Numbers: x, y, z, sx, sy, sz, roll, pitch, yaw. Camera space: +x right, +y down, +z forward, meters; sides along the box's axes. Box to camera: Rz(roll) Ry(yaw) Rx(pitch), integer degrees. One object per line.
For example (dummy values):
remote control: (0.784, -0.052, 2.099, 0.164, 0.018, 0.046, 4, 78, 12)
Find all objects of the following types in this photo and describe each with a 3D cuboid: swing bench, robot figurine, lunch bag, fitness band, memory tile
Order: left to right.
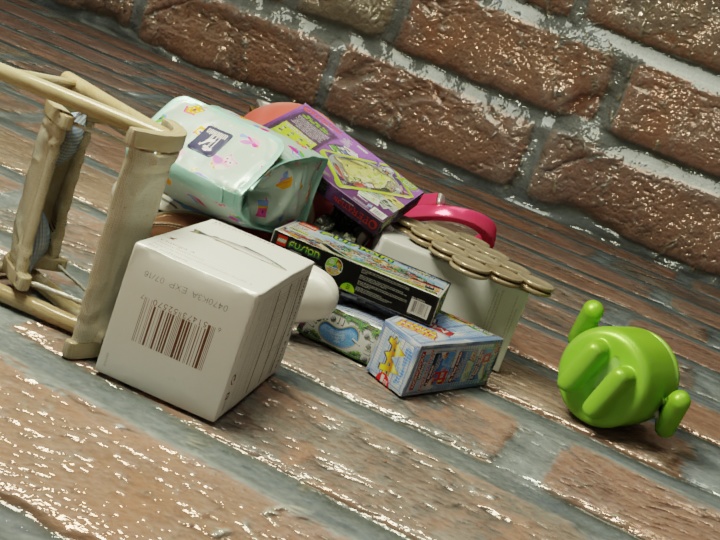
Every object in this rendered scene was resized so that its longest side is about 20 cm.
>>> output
swing bench: (-0.256, -0.057, 1.074, 0.198, 0.201, 0.129, 26, 13, 23)
lunch bag: (-0.155, -0.118, 1.398, 0.169, 0.123, 0.200, 26, 13, 19)
fitness band: (0.097, -0.058, 1.722, 0.198, 0.038, 0.143, -4, -27, 32)
memory tile: (0.135, -0.018, 1.499, 0.152, 0.017, 0.200, 14, 14, -32)
robot figurine: (0.309, 0.126, 1.444, 0.176, 0.116, 0.199, 46, 21, 26)

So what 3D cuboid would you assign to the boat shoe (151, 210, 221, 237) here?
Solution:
boat shoe: (-0.158, -0.012, 1.364, 0.197, 0.077, 0.072, 16, 14, -14)

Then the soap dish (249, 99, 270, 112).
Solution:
soap dish: (-0.170, -0.306, 2.655, 0.155, 0.082, 0.200, 18, 11, -13)

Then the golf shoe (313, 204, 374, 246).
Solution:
golf shoe: (-0.015, -0.057, 1.559, 0.077, 0.088, 0.200, 40, 53, 8)

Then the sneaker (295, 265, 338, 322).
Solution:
sneaker: (-0.123, 0.027, 1.274, 0.197, 0.076, 0.089, 9, 23, 3)

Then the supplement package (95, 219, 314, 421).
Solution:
supplement package: (-0.131, 0.037, 1.073, 0.115, 0.119, 0.200, 21, 11, 7)

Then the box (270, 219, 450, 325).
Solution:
box: (0.000, 0.000, 1.370, 0.198, 0.035, 0.110, 22, 12, 7)

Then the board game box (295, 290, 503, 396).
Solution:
board game box: (0.040, 0.075, 1.343, 0.198, 0.062, 0.200, 24, 11, 15)

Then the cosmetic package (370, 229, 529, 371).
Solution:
cosmetic package: (0.096, 0.035, 1.503, 0.198, 0.114, 0.081, 22, 11, -6)

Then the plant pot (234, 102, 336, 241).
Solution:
plant pot: (-0.113, -0.103, 1.606, 0.198, 0.203, 0.178, 20, 22, 0)

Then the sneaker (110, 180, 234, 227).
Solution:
sneaker: (-0.242, -0.071, 1.496, 0.198, 0.073, 0.072, 24, 19, 31)

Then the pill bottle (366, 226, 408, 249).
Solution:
pill bottle: (0.086, 0.003, 1.627, 0.198, 0.112, 0.111, 23, 12, 12)

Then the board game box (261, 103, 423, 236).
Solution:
board game box: (-0.027, -0.130, 1.522, 0.199, 0.032, 0.120, 38, 39, 12)
